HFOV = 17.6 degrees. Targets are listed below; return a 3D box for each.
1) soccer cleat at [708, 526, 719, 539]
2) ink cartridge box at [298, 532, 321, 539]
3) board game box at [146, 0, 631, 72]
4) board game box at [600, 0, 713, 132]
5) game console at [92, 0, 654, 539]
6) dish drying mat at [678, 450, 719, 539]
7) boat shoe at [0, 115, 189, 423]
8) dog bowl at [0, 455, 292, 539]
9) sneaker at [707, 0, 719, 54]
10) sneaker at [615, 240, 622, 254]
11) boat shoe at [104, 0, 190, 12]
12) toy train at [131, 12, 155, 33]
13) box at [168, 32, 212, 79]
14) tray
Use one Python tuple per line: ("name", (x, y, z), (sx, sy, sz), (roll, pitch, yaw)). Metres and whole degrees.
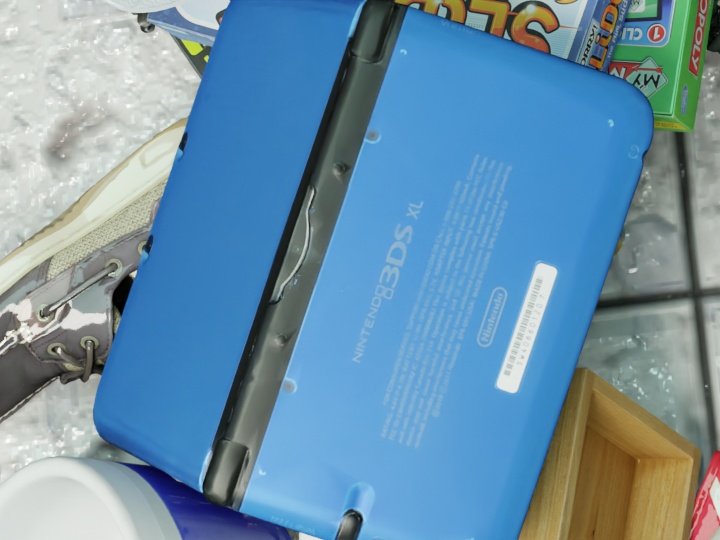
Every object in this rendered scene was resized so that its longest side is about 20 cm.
("soccer cleat", (0.187, 0.098, 0.938), (0.069, 0.078, 0.200), (32, 80, 15))
("ink cartridge box", (0.014, 0.174, 0.956), (0.068, 0.116, 0.200), (0, 79, 12))
("board game box", (0.020, -0.139, 0.961), (0.200, 0.034, 0.136), (17, 88, 28))
("board game box", (0.052, -0.132, 0.980), (0.200, 0.029, 0.135), (7, 83, 27))
("game console", (0.000, 0.000, 0.916), (0.170, 0.118, 0.200), (19, 91, -3))
("dish drying mat", (0.225, 0.149, 0.969), (0.200, 0.018, 0.077), (24, 84, 15))
("boat shoe", (-0.120, 0.016, 1.037), (0.200, 0.072, 0.065), (-43, 70, -5))
("dog bowl", (-0.099, 0.177, 0.940), (0.200, 0.079, 0.200), (-18, 67, 53))
("sneaker", (0.155, -0.123, 0.992), (0.086, 0.080, 0.200), (-11, 64, -21))
("sneaker", (0.009, -0.019, 1.019), (0.200, 0.075, 0.090), (-15, 77, -1))
("boat shoe", (-0.039, -0.182, 0.946), (0.072, 0.062, 0.200), (42, 119, -14))
("toy train", (-0.091, -0.204, 1.046), (0.046, 0.034, 0.200), (-3, 78, 2))
("box", (-0.008, -0.162, 1.060), (0.193, 0.048, 0.200), (-37, 76, 5))
("tray", (0.085, 0.150, 0.934), (0.037, 0.099, 0.200), (-3, 65, 37))
